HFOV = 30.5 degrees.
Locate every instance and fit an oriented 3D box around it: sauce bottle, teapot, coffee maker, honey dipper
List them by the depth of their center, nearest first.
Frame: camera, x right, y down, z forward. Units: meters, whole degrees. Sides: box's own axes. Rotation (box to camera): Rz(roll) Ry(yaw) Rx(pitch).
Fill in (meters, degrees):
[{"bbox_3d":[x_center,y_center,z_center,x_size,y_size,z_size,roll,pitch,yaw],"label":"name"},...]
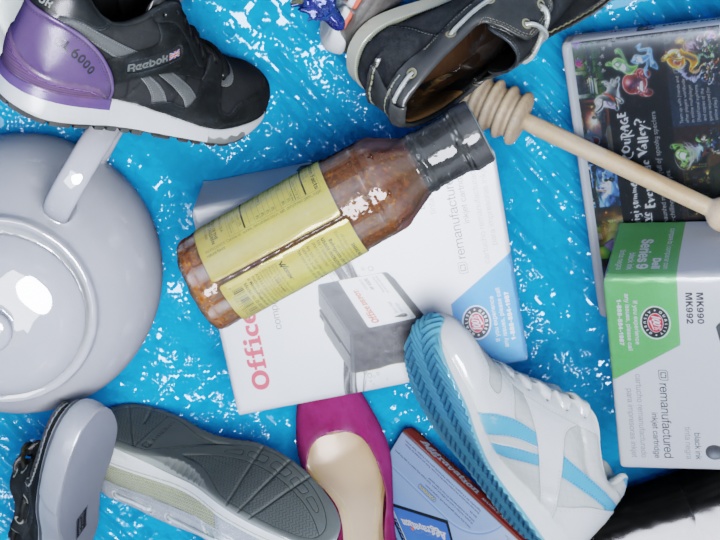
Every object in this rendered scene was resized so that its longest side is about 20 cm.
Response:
[{"bbox_3d":[-0.014,-0.035,0.800,0.199,0.066,0.066,-27,107,5],"label":"sauce bottle"},{"bbox_3d":[-0.220,0.010,0.850,0.195,0.146,0.202,-12,107,1],"label":"teapot"},{"bbox_3d":[0.153,-0.073,0.858,0.199,0.038,0.038,28,106,12],"label":"honey dipper"},{"bbox_3d":[0.239,0.178,0.929,0.198,0.135,0.194,-23,107,4],"label":"coffee maker"}]

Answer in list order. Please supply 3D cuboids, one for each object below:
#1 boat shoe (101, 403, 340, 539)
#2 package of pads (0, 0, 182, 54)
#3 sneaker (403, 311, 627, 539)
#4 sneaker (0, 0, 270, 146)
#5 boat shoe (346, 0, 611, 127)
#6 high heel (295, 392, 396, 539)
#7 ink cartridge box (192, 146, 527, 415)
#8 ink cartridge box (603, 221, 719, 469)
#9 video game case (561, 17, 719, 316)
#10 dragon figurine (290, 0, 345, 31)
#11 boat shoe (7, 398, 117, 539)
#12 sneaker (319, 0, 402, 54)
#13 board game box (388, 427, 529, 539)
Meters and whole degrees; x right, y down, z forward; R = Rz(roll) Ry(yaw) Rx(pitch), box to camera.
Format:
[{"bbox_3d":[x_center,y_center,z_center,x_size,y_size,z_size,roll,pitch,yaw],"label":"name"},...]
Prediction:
[{"bbox_3d":[-0.104,0.157,0.914,0.200,0.074,0.065,19,121,22],"label":"boat shoe"},{"bbox_3d":[-0.213,-0.219,0.816,0.154,0.068,0.201,-34,106,8],"label":"package of pads"},{"bbox_3d":[0.099,0.095,0.849,0.081,0.076,0.201,-41,117,-12],"label":"sneaker"},{"bbox_3d":[-0.118,-0.131,0.792,0.076,0.199,0.088,44,119,29],"label":"sneaker"},{"bbox_3d":[0.092,-0.150,0.832,0.199,0.068,0.072,-27,138,-11],"label":"boat shoe"},{"bbox_3d":[-0.006,0.161,0.909,0.067,0.096,0.202,-17,86,2],"label":"high heel"},{"bbox_3d":[0.000,0.000,0.885,0.198,0.084,0.147,-11,105,2],"label":"ink cartridge box"},{"bbox_3d":[0.265,0.048,0.854,0.198,0.084,0.147,-2,115,20],"label":"ink cartridge box"},{"bbox_3d":[0.235,-0.066,0.869,0.180,0.023,0.202,-3,115,20],"label":"video game case"},{"bbox_3d":[-0.071,-0.230,0.800,0.200,0.100,0.059,43,102,-8],"label":"dragon figurine"},{"bbox_3d":[-0.211,0.147,0.899,0.056,0.069,0.201,29,139,8],"label":"boat shoe"},{"bbox_3d":[0.053,-0.207,0.831,0.082,0.077,0.200,33,106,-22],"label":"sneaker"},{"bbox_3d":[0.077,0.214,0.925,0.200,0.019,0.104,41,111,29],"label":"board game box"}]
